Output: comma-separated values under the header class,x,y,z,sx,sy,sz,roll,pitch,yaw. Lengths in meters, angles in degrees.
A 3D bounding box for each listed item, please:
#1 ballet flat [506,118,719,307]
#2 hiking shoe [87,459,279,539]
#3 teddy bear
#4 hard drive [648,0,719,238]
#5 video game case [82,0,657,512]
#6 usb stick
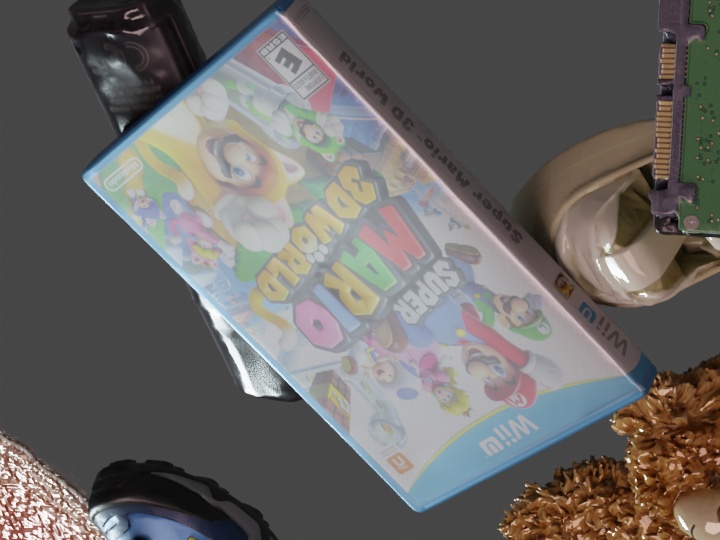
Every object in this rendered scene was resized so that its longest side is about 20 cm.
class,x,y,z,sx,sy,sz,roll,pitch,yaw
ballet flat,0.121,-0.024,0.799,0.200,0.070,0.069,-27,113,39
hiking shoe,-0.066,0.176,1.043,0.074,0.087,0.200,-19,117,36
teddy bear,0.129,0.120,0.916,0.145,0.067,0.200,36,135,-9
hard drive,0.194,-0.073,0.694,0.200,0.038,0.140,3,93,22
video game case,0.000,0.000,0.857,0.200,0.018,0.143,45,136,-11
usb stick,-0.062,-0.027,0.909,0.055,0.033,0.200,0,128,35
